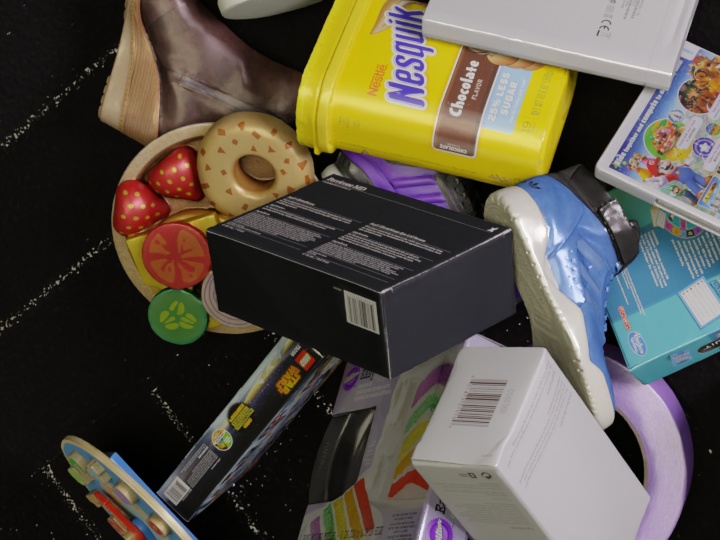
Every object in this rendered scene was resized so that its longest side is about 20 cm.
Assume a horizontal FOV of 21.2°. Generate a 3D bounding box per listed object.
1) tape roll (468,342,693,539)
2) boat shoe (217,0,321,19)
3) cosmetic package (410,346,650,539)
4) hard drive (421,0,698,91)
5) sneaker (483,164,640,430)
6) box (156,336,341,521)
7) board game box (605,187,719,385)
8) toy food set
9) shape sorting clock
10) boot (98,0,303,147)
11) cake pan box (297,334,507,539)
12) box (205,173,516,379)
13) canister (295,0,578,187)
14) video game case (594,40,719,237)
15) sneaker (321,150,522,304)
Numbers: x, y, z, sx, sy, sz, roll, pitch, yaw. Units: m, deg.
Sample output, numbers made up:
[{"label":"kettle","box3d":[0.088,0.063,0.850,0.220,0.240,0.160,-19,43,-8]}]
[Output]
[{"label":"tape roll","box3d":[0.172,0.158,1.586,0.200,0.066,0.201,1,96,14]},{"label":"boat shoe","box3d":[-0.030,-0.270,1.589,0.200,0.070,0.072,-22,81,2]},{"label":"cosmetic package","box3d":[0.133,0.159,1.447,0.081,0.113,0.200,0,139,37]},{"label":"hard drive","box3d":[0.163,-0.215,1.526,0.200,0.132,0.027,15,144,12]},{"label":"sneaker","box3d":[0.180,0.016,1.482,0.111,0.077,0.200,-22,89,-23]},{"label":"box","box3d":[-0.074,0.108,1.590,0.040,0.137,0.200,42,115,6]},{"label":"board game box","box3d":[0.282,-0.020,1.518,0.200,0.047,0.151,-26,63,15]},{"label":"toy food set","box3d":[-0.114,-0.030,1.624,0.200,0.049,0.198,-17,110,14]},{"label":"shape sorting clock","box3d":[-0.183,0.216,1.627,0.200,0.200,0.039,44,76,6]},{"label":"boot","box3d":[-0.121,-0.190,1.636,0.166,0.072,0.200,16,99,0]},{"label":"cake pan box","box3d":[0.030,0.151,1.537,0.052,0.200,0.185,27,69,-24]},{"label":"box","box3d":[0.000,0.000,1.482,0.200,0.141,0.079,20,127,43]},{"label":"canister","box3d":[0.065,-0.147,1.546,0.200,0.087,0.149,14,55,11]},{"label":"video game case","box3d":[0.299,-0.085,1.468,0.200,0.018,0.143,27,65,15]},{"label":"sneaker","box3d":[0.070,-0.057,1.587,0.200,0.070,0.100,38,101,7]}]
